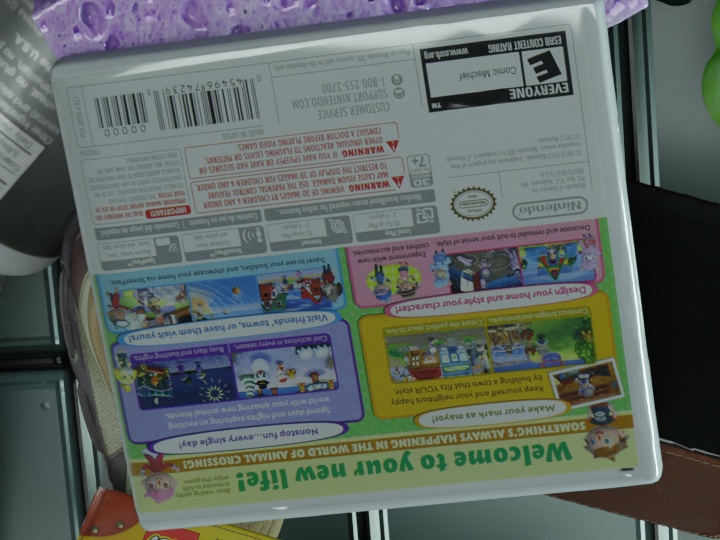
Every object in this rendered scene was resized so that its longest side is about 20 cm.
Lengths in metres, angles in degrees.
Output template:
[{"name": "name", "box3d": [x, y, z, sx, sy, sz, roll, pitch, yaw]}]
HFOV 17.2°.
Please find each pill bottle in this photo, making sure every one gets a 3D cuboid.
[{"name": "pill bottle", "box3d": [-0.137, -0.072, 0.955, 0.114, 0.114, 0.200, 42, 105, -3]}]

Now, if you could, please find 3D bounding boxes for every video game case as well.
[{"name": "video game case", "box3d": [0.000, 0.000, 0.864, 0.199, 0.022, 0.183, -6, 108, 10]}]

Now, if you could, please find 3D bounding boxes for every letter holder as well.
[{"name": "letter holder", "box3d": [0.074, 0.028, 0.965, 0.199, 0.142, 0.101, 15, 72, 3]}]

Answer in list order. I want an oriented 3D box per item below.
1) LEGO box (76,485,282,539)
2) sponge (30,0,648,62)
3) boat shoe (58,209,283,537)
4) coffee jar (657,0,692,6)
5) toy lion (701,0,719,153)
[{"name": "LEGO box", "box3d": [-0.026, 0.183, 0.976, 0.199, 0.077, 0.149, 16, 143, 4]}, {"name": "sponge", "box3d": [-0.007, -0.099, 0.875, 0.199, 0.030, 0.112, -28, 112, 8]}, {"name": "boat shoe", "box3d": [-0.079, 0.053, 0.978, 0.072, 0.065, 0.201, -25, 135, -11]}, {"name": "coffee jar", "box3d": [0.053, -0.182, 0.919, 0.199, 0.085, 0.105, 20, 104, 3]}, {"name": "toy lion", "box3d": [0.236, -0.066, 0.899, 0.200, 0.069, 0.192, 45, 84, -4]}]
